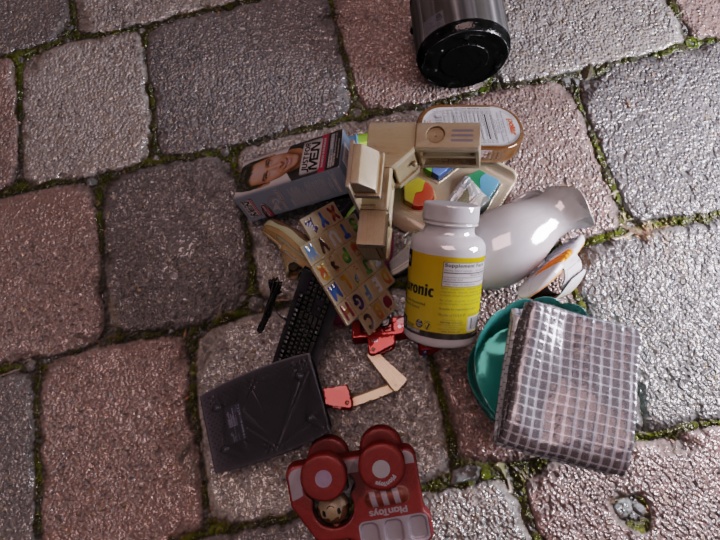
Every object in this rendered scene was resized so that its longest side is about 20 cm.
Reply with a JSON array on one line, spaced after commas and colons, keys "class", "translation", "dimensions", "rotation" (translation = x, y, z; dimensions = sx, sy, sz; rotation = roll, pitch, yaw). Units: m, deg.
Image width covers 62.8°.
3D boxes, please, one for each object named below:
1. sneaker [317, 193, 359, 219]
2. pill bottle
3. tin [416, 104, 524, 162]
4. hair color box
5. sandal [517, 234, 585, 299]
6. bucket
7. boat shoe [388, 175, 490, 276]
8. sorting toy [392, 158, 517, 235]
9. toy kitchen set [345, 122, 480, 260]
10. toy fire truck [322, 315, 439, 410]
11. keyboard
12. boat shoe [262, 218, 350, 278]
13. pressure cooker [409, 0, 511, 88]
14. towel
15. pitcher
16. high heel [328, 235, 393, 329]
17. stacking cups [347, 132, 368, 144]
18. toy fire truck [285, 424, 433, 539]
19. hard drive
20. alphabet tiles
[{"class": "sneaker", "translation": [0.002, -0.134, 1.029], "dimensions": [0.200, 0.083, 0.072], "rotation": [-41, 56, -13]}, {"class": "pill bottle", "translation": [0.124, 0.002, 0.863], "dimensions": [0.110, 0.111, 0.202], "rotation": [5, 102, 5]}, {"class": "tin", "translation": [0.194, -0.246, 1.057], "dimensions": [0.198, 0.042, 0.113], "rotation": [-2, 63, -7]}, {"class": "hair color box", "translation": [-0.110, -0.161, 1.006], "dimensions": [0.199, 0.061, 0.100], "rotation": [-14, 47, 20]}, {"class": "sandal", "translation": [0.320, 0.003, 0.927], "dimensions": [0.206, 0.079, 0.059], "rotation": [-34, 87, -44]}, {"class": "bucket", "translation": [0.259, 0.149, 0.882], "dimensions": [0.205, 0.135, 0.209], "rotation": [-1, 70, 2]}, {"class": "boat shoe", "translation": [0.121, -0.067, 0.977], "dimensions": [0.202, 0.074, 0.065], "rotation": [-42, 76, 15]}, {"class": "sorting toy", "translation": [0.154, -0.138, 1.042], "dimensions": [0.184, 0.037, 0.201], "rotation": [31, 76, 13]}, {"class": "toy kitchen set", "translation": [0.083, -0.132, 0.875], "dimensions": [0.179, 0.163, 0.202], "rotation": [3, 75, 13]}, {"class": "toy fire truck", "translation": [0.037, 0.145, 0.943], "dimensions": [0.198, 0.049, 0.142], "rotation": [-5, 71, 1]}, {"class": "keyboard", "translation": [-0.108, 0.085, 0.926], "dimensions": [0.126, 0.021, 0.201], "rotation": [27, 112, 16]}, {"class": "boat shoe", "translation": [-0.105, -0.024, 0.977], "dimensions": [0.199, 0.072, 0.077], "rotation": [28, 86, 41]}, {"class": "pressure cooker", "translation": [0.180, -0.465, 1.080], "dimensions": [0.174, 0.179, 0.202], "rotation": [-7, 71, 4]}, {"class": "towel", "translation": [0.269, 0.146, 0.766], "dimensions": [0.164, 0.086, 0.202], "rotation": [12, 73, 7]}, {"class": "pitcher", "translation": [0.248, -0.063, 0.963], "dimensions": [0.199, 0.172, 0.122], "rotation": [-33, 109, -2]}, {"class": "high heel", "translation": [0.000, 0.000, 0.971], "dimensions": [0.067, 0.096, 0.201], "rotation": [30, 75, 13]}, {"class": "stacking cups", "translation": [-0.023, -0.220, 1.067], "dimensions": [0.198, 0.061, 0.061], "rotation": [-8, 70, 1]}, {"class": "toy fire truck", "translation": [-0.003, 0.328, 0.859], "dimensions": [0.198, 0.112, 0.169], "rotation": [-11, 89, 1]}, {"class": "hard drive", "translation": [-0.145, 0.220, 0.909], "dimensions": [0.199, 0.042, 0.136], "rotation": [-23, 70, 13]}, {"class": "alphabet tiles", "translation": [-0.015, -0.007, 0.911], "dimensions": [0.006, 0.166, 0.201], "rotation": [-28, 95, 35]}]
